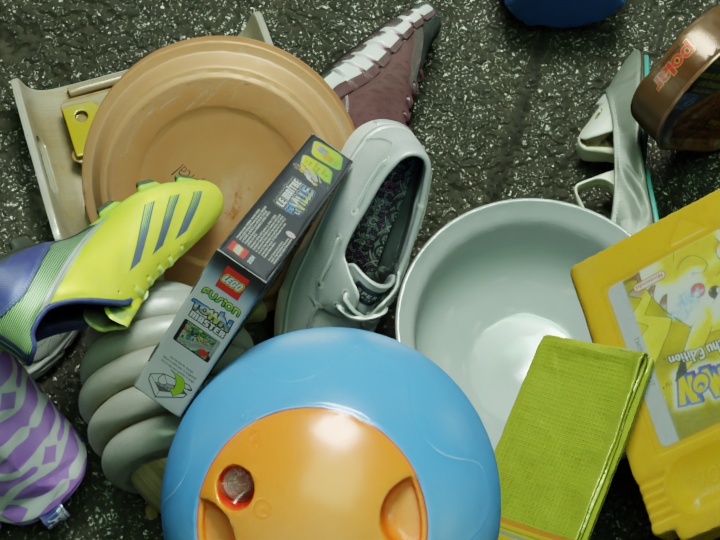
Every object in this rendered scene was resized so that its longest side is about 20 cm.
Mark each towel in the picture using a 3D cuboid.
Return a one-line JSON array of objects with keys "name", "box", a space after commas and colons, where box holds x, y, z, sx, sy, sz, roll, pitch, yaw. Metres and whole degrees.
[{"name": "towel", "box": [0.111, 0.133, 0.937, 0.085, 0.018, 0.201, 10, 66, 37]}]

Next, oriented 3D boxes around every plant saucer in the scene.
[{"name": "plant saucer", "box": [-0.096, -0.061, 1.052, 0.198, 0.032, 0.202, 0, 108, 1]}]

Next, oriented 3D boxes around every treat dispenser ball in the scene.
[{"name": "treat dispenser ball", "box": [-0.017, 0.134, 0.883, 0.199, 0.201, 0.203, 1, 65, -3]}]

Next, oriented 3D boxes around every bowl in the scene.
[{"name": "bowl", "box": [0.120, 0.058, 1.051, 0.199, 0.091, 0.203, 1, 66, -3]}]

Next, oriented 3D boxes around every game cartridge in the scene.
[{"name": "game cartridge", "box": [0.233, 0.050, 0.934, 0.175, 0.032, 0.202, -30, 57, 26]}]

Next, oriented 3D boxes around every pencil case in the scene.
[{"name": "pencil case", "box": [-0.256, 0.079, 0.966, 0.085, 0.201, 0.084, -31, 32, -1]}]

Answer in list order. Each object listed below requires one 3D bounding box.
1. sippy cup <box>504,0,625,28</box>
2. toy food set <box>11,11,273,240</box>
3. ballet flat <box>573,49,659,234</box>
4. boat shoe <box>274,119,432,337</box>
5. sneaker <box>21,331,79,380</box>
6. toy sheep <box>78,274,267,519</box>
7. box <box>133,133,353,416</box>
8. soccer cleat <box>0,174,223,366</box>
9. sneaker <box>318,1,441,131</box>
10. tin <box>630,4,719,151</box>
[{"name": "sippy cup", "box": [0.159, -0.267, 1.188, 0.177, 0.139, 0.132, -11, 73, 34]}, {"name": "toy food set", "box": [-0.148, -0.107, 1.124, 0.198, 0.061, 0.145, -16, 68, -12]}, {"name": "ballet flat", "box": [0.191, -0.079, 1.134, 0.063, 0.068, 0.202, -2, 64, 7]}, {"name": "boat shoe", "box": [0.000, 0.000, 1.028, 0.071, 0.069, 0.201, 19, 104, -27]}, {"name": "sneaker", "box": [-0.277, 0.048, 1.027, 0.199, 0.092, 0.076, -31, 71, -17]}, {"name": "toy sheep", "box": [-0.123, 0.076, 1.008, 0.136, 0.138, 0.201, -10, 60, -9]}, {"name": "box", "box": [-0.069, -0.003, 0.940, 0.035, 0.110, 0.200, 34, 28, -2]}, {"name": "soccer cleat", "box": [-0.158, 0.002, 0.971, 0.199, 0.065, 0.084, -28, 67, -39]}, {"name": "sneaker", "box": [0.020, -0.115, 1.139, 0.116, 0.075, 0.200, 53, 49, -8]}, {"name": "tin", "box": [0.265, -0.141, 1.106, 0.112, 0.199, 0.042, -47, 69, 25]}]
